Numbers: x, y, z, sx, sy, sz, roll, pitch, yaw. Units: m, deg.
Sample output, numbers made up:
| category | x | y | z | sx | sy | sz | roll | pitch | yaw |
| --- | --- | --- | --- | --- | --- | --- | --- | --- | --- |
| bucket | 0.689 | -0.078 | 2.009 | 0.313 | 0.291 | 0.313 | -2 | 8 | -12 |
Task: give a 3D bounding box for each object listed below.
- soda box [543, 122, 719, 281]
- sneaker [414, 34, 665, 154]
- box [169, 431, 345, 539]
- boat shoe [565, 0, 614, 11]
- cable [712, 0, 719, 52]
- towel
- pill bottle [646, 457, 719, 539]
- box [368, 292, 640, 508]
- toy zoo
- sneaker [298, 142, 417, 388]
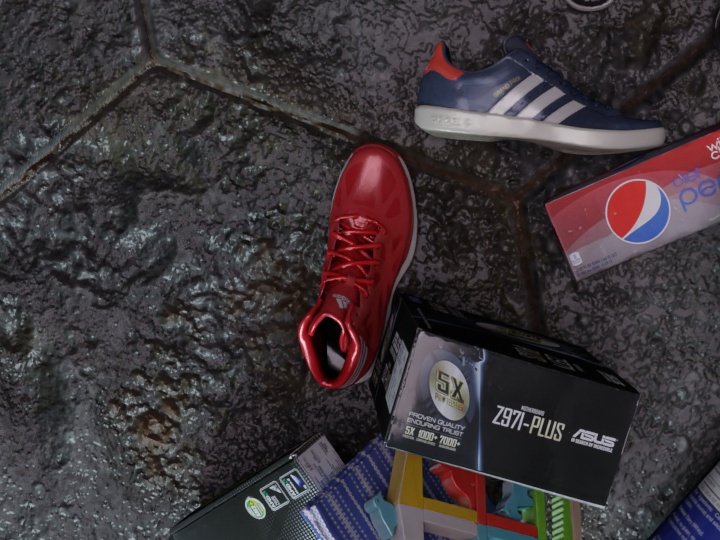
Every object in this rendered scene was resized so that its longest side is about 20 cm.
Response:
| category | x | y | z | sx | sy | sz | roll | pitch | yaw |
| --- | --- | --- | --- | --- | --- | --- | --- | --- | --- |
| soda box | 0.246 | -0.063 | 1.025 | 0.198 | 0.063 | 0.071 | -23 | 93 | 9 |
| sneaker | 0.144 | -0.140 | 1.031 | 0.198 | 0.075 | 0.085 | 8 | 90 | 4 |
| box | -0.041 | 0.251 | 1.052 | 0.193 | 0.047 | 0.201 | -35 | 89 | 41 |
| boat shoe | 0.178 | -0.307 | 1.019 | 0.073 | 0.060 | 0.202 | 2 | 94 | 7 |
| cable | 0.315 | -0.244 | 1.026 | 0.096 | 0.050 | 0.202 | -14 | 79 | 26 |
| towel | 0.040 | 0.196 | 1.012 | 0.024 | 0.200 | 0.145 | -34 | 91 | 33 |
| pill bottle | 0.307 | 0.201 | 1.009 | 0.116 | 0.116 | 0.200 | 41 | 98 | 4 |
| box | 0.098 | 0.090 | 0.975 | 0.162 | 0.200 | 0.087 | 17 | 95 | -4 |
| toy zoo | 0.090 | 0.197 | 1.000 | 0.199 | 0.020 | 0.132 | 20 | 54 | -28 |
| sneaker | 0.000 | 0.000 | 1.039 | 0.077 | 0.116 | 0.202 | 5 | 96 | 7 |
